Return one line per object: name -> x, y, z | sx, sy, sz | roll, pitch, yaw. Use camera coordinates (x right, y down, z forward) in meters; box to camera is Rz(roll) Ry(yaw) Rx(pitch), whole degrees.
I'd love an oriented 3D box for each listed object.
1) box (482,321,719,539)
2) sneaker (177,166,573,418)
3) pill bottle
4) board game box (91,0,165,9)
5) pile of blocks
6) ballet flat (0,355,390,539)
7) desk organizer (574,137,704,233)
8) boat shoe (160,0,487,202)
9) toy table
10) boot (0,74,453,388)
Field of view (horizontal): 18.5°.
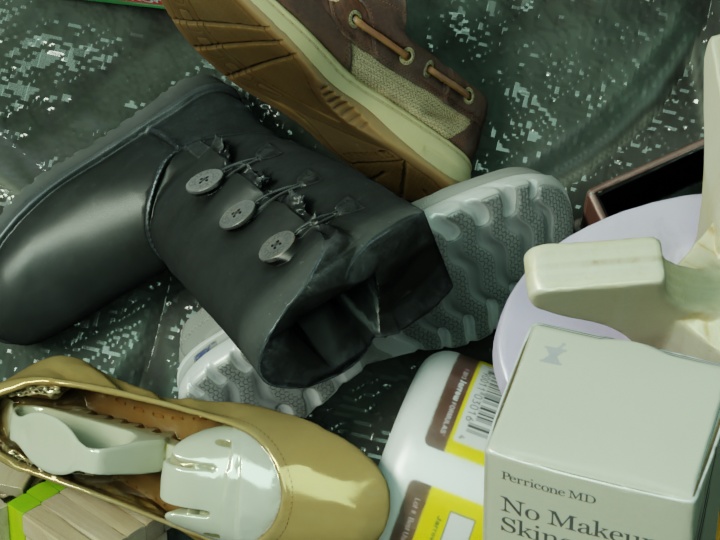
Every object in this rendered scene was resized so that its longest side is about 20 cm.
box -> 0.091, 0.117, 0.840 | 0.082, 0.201, 0.069 | 12, 47, 16
sneaker -> 0.000, 0.000, 1.009 | 0.199, 0.075, 0.082 | -25, 36, -1
pill bottle -> 0.105, 0.117, 0.966 | 0.199, 0.109, 0.110 | 21, 81, 6
board game box -> -0.077, -0.223, 1.058 | 0.134, 0.029, 0.201 | 10, 80, 27
pile of blocks -> -0.179, 0.116, 1.017 | 0.199, 0.082, 0.062 | 11, 123, 14
ballet flat -> -0.083, 0.086, 0.945 | 0.199, 0.063, 0.069 | 12, 100, 31
desk organizer -> 0.202, -0.039, 1.008 | 0.199, 0.077, 0.072 | -24, 79, -2
boat shoe -> -0.012, -0.107, 0.998 | 0.200, 0.072, 0.072 | 37, 70, -32
toy table -> 0.157, 0.011, 0.889 | 0.199, 0.117, 0.185 | -16, 71, -7
boot -> -0.072, 0.005, 0.965 | 0.165, 0.066, 0.200 | -45, 41, -6
